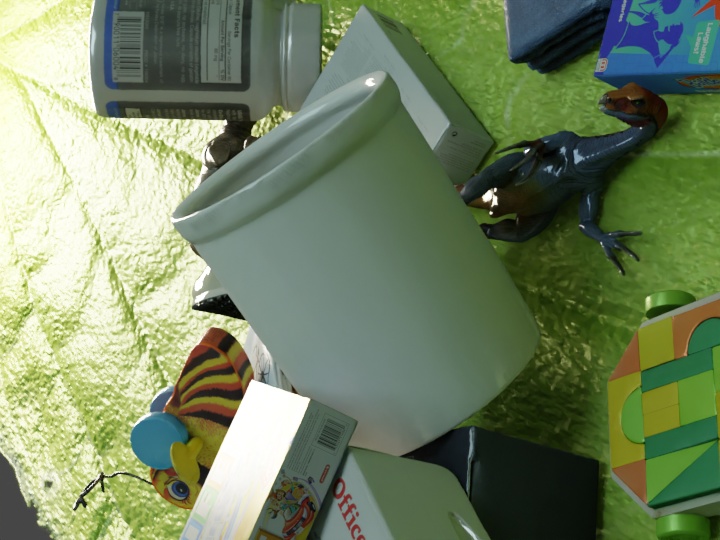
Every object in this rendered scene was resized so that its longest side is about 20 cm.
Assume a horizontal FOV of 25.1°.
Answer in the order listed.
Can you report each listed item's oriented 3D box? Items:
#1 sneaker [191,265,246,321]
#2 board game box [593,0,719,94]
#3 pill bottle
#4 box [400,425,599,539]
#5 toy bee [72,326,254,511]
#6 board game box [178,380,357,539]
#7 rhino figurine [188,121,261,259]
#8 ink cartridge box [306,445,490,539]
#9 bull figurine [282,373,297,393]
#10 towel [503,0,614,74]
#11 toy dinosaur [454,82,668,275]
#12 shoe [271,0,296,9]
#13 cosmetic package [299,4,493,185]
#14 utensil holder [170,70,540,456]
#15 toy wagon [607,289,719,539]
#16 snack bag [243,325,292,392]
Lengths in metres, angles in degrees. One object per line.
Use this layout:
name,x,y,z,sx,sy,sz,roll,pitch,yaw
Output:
sneaker,-0.088,-0.017,1.392,0.200,0.070,0.094,149,130,-62
board game box,0.248,-0.192,1.038,0.200,0.045,0.153,6,80,55
pill bottle,-0.133,-0.189,1.425,0.114,0.199,0.115,-179,90,-88
box,0.046,0.220,1.066,0.200,0.117,0.198,-18,61,51
toy bee,-0.133,0.144,1.315,0.200,0.108,0.131,-49,6,45
board game box,-0.077,0.170,0.993,0.201,0.034,0.134,-66,18,-7
rhino figurine,-0.119,-0.098,1.495,0.087,0.059,0.201,130,150,-72
ink cartridge box,-0.005,0.226,0.961,0.200,0.082,0.147,-57,36,22
bull figurine,-0.003,0.080,1.247,0.200,0.065,0.122,8,88,60
towel,0.153,-0.251,1.199,0.111,0.048,0.201,-28,53,46
toy dinosaur,0.127,-0.078,1.127,0.181,0.105,0.200,-37,31,12
shoe,-0.109,-0.272,1.558,0.091,0.071,0.201,-20,50,51
cosmetic package,0.014,-0.102,1.322,0.151,0.051,0.200,-55,37,21
utensil holder,0.000,0.000,1.055,0.169,0.201,0.170,-31,13,8
toy wagon,0.227,0.070,0.951,0.200,0.039,0.156,-27,54,47
snack bag,-0.082,0.144,1.311,0.201,0.021,0.189,-102,22,-45
